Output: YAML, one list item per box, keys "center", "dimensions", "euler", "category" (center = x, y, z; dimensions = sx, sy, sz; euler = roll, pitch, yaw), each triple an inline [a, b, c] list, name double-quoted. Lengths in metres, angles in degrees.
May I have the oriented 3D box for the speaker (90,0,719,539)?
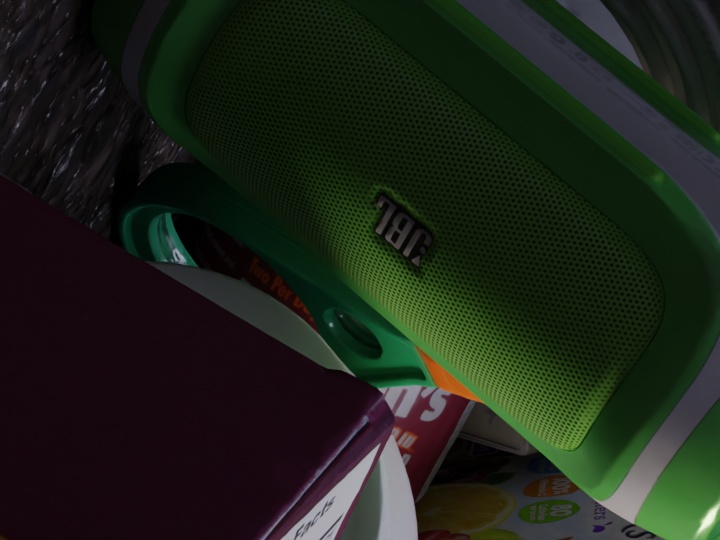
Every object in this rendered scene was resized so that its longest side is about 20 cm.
- center: [0.030, -0.022, 0.696]
  dimensions: [0.088, 0.200, 0.088]
  euler: [-46, 166, -15]
  category: "speaker"

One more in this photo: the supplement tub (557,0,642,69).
- center: [0.114, -0.138, 1.050]
  dimensions: [0.200, 0.132, 0.132]
  euler: [-49, 167, -51]
  category: "supplement tub"

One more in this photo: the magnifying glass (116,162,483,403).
- center: [0.008, 0.015, 0.793]
  dimensions: [0.022, 0.200, 0.080]
  euler: [-48, 135, -24]
  category: "magnifying glass"

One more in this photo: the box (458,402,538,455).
- center: [0.093, 0.006, 1.063]
  dimensions: [0.200, 0.095, 0.078]
  euler: [-12, 112, -47]
  category: "box"

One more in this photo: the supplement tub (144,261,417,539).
- center: [-0.058, 0.089, 0.787]
  dimensions: [0.146, 0.145, 0.200]
  euler: [-56, 171, -18]
  category: "supplement tub"

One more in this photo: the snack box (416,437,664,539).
- center: [0.089, 0.098, 0.987]
  dimensions: [0.200, 0.142, 0.053]
  euler: [-68, 153, -75]
  category: "snack box"

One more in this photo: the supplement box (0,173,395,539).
- center: [-0.098, 0.089, 0.610]
  dimensions: [0.103, 0.131, 0.200]
  euler: [-45, 162, -54]
  category: "supplement box"

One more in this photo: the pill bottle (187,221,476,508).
- center: [0.000, 0.000, 0.933]
  dimensions: [0.200, 0.109, 0.110]
  euler: [-62, 171, 19]
  category: "pill bottle"

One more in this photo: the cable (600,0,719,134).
- center: [0.056, -0.063, 0.760]
  dimensions: [0.069, 0.200, 0.200]
  euler: [-39, 150, -39]
  category: "cable"
